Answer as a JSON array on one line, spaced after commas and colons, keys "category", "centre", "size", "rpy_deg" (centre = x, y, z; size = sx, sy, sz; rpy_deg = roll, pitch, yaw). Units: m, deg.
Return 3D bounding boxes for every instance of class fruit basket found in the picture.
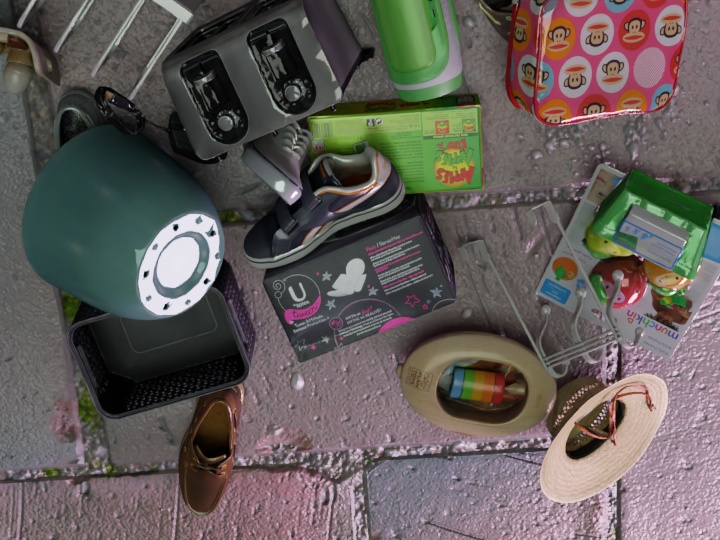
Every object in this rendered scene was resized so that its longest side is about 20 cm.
[{"category": "fruit basket", "centre": [0.321, -0.005, 1.627], "size": [0.184, 0.094, 0.201], "rpy_deg": [27, 120, 6]}]

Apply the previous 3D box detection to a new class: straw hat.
[{"category": "straw hat", "centre": [0.278, 0.182, 1.713], "size": [0.199, 0.085, 0.203], "rpy_deg": [-21, 135, -22]}]

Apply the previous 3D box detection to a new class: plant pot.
[{"category": "plant pot", "centre": [-0.247, -0.039, 1.539], "size": [0.160, 0.199, 0.203], "rpy_deg": [29, 118, 36]}]

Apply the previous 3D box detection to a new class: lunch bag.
[{"category": "lunch bag", "centre": [0.258, -0.256, 1.505], "size": [0.198, 0.082, 0.178], "rpy_deg": [-8, 116, -23]}]

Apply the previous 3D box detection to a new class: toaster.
[{"category": "toaster", "centre": [-0.098, -0.225, 1.505], "size": [0.179, 0.200, 0.120], "rpy_deg": [-20, 109, 17]}]

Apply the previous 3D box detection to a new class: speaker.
[{"category": "speaker", "centre": [0.055, -0.293, 1.521], "size": [0.087, 0.089, 0.202], "rpy_deg": [-12, 112, 6]}]

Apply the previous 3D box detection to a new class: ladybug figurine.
[{"category": "ladybug figurine", "centre": [0.141, 0.132, 1.706], "size": [0.198, 0.072, 0.137], "rpy_deg": [13, 112, -5]}]

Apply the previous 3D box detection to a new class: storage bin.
[{"category": "storage bin", "centre": [-0.237, 0.080, 1.678], "size": [0.198, 0.094, 0.136], "rpy_deg": [-17, 112, 7]}]

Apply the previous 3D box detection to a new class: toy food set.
[{"category": "toy food set", "centre": [-0.434, -0.233, 1.514], "size": [0.197, 0.144, 0.061], "rpy_deg": [8, 91, -3]}]

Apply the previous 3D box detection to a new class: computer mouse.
[{"category": "computer mouse", "centre": [-0.214, -0.165, 1.546], "size": [0.034, 0.059, 0.199], "rpy_deg": [-20, 158, 33]}]

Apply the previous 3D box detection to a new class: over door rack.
[{"category": "over door rack", "centre": [0.228, 0.018, 1.622], "size": [0.201, 0.067, 0.147], "rpy_deg": [54, 143, -4]}]

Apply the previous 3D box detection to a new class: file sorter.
[{"category": "file sorter", "centre": [-0.288, -0.293, 1.490], "size": [0.199, 0.139, 0.125], "rpy_deg": [33, 105, -13]}]

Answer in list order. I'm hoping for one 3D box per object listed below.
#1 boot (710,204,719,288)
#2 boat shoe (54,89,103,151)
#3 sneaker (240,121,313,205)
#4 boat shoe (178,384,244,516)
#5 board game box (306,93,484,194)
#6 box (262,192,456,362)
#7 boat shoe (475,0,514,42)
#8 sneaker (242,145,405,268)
[{"category": "boot", "centre": [0.470, 0.017, 1.665], "size": [0.130, 0.070, 0.203], "rpy_deg": [-2, 102, 4]}, {"category": "boat shoe", "centre": [-0.320, -0.105, 1.611], "size": [0.069, 0.072, 0.203], "rpy_deg": [-6, 113, 3]}, {"category": "sneaker", "centre": [-0.088, -0.135, 1.530], "size": [0.071, 0.200, 0.073], "rpy_deg": [-45, 114, 8]}, {"category": "boat shoe", "centre": [-0.193, 0.227, 1.753], "size": [0.071, 0.068, 0.202], "rpy_deg": [12, 113, -4]}, {"category": "board game box", "centre": [0.041, -0.142, 1.605], "size": [0.197, 0.048, 0.103], "rpy_deg": [-4, 114, 3]}, {"category": "box", "centre": [0.000, 0.000, 1.620], "size": [0.198, 0.132, 0.116], "rpy_deg": [-21, 108, 9]}, {"category": "boat shoe", "centre": [0.163, -0.302, 1.529], "size": [0.072, 0.060, 0.200], "rpy_deg": [-37, 108, 14]}, {"category": "sneaker", "centre": [-0.053, -0.078, 1.560], "size": [0.198, 0.079, 0.080], "rpy_deg": [-27, 136, 5]}]
